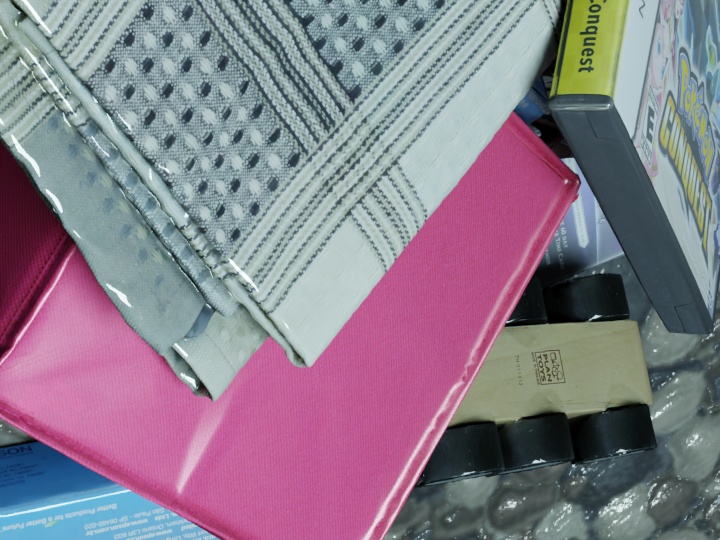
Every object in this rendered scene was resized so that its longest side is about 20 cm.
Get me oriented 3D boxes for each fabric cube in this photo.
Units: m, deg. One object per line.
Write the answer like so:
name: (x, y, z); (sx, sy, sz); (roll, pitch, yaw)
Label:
fabric cube: (-0.078, -0.022, 0.639); (0.200, 0.199, 0.196); (39, 78, -42)

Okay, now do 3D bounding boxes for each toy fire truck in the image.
toy fire truck: (0.036, 0.088, 0.888); (0.176, 0.200, 0.129); (-2, 78, -41)

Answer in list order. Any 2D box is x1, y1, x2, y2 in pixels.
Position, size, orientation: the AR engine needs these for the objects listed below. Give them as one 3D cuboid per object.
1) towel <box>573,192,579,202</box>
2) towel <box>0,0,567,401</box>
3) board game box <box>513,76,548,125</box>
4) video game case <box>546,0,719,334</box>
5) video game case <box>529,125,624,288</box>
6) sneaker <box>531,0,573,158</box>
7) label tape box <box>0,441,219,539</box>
towel: (0.000, 0.000, 0.803); (0.200, 0.023, 0.145); (-36, 158, 17)
towel: (-0.025, -0.081, 0.508); (0.200, 0.035, 0.193); (-47, 130, -19)
board game box: (0.008, -0.163, 0.707); (0.037, 0.200, 0.151); (-36, 126, 24)
video game case: (0.126, -0.095, 0.668); (0.200, 0.025, 0.181); (49, 48, -57)
video game case: (0.112, -0.057, 0.876); (0.200, 0.019, 0.143); (-23, 130, -8)
sneaker: (0.095, -0.144, 0.782); (0.115, 0.076, 0.200); (-12, 101, -6)
label tape box: (-0.128, 0.183, 0.876); (0.143, 0.066, 0.200); (-10, 119, -21)
